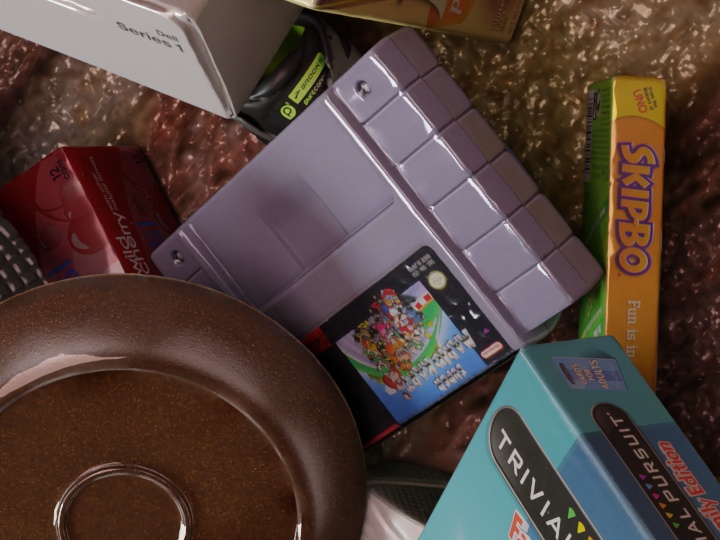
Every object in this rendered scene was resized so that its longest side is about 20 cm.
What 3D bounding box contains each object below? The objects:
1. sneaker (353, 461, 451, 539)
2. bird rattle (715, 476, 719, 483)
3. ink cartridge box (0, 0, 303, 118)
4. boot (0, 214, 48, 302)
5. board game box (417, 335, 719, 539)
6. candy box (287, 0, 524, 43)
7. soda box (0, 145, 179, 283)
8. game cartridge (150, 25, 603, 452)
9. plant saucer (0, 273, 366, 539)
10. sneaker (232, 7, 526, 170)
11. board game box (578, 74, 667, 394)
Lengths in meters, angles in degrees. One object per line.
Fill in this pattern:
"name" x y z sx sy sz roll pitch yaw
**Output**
"sneaker" 0.072 0.160 0.907 0.200 0.070 0.080 30 110 26
"bird rattle" 0.183 0.149 0.812 0.113 0.163 0.200 -46 65 37
"ink cartridge box" -0.074 -0.182 0.894 0.145 0.084 0.200 22 70 21
"boot" -0.193 0.003 0.963 0.068 0.131 0.200 -25 78 -18
"board game box" 0.074 0.148 0.786 0.151 0.047 0.200 57 137 36
"candy box" 0.020 -0.157 0.839 0.055 0.200 0.115 21 101 22
"soda box" -0.097 0.043 0.967 0.063 0.070 0.200 -32 80 24
"game cartridge" 0.000 0.000 0.883 0.130 0.038 0.200 55 140 3
"plant saucer" -0.097 0.098 0.885 0.200 0.032 0.200 -1 115 -2
"sneaker" -0.012 -0.063 0.919 0.200 0.083 0.071 39 102 16
"board game box" 0.103 0.023 0.867 0.030 0.096 0.200 4 93 0
